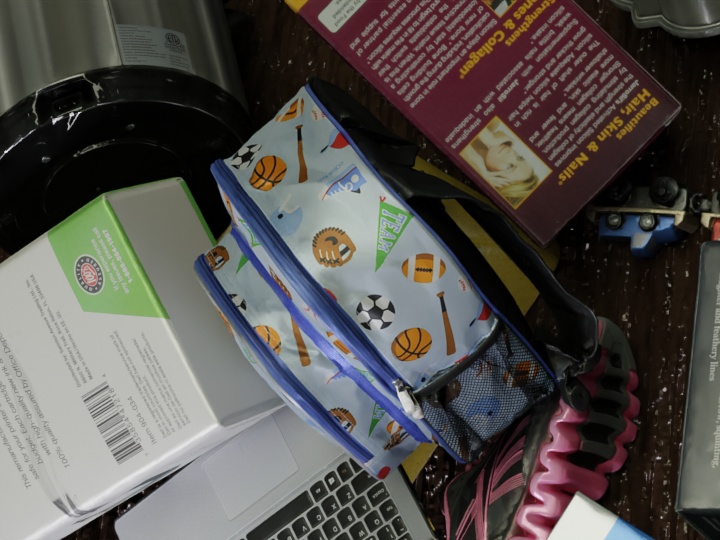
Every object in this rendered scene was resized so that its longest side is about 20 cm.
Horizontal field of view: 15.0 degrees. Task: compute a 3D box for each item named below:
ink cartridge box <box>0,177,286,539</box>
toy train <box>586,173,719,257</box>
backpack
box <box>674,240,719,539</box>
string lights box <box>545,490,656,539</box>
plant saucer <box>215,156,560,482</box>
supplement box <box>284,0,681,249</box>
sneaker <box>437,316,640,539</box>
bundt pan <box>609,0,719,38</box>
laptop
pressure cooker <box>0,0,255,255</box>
[{"bbox_3d":[-0.159,0.059,1.549,0.200,0.084,0.146,-31,83,32],"label":"ink cartridge box"},{"bbox_3d":[0.216,-0.024,1.509,0.200,0.034,0.046,5,85,25],"label":"toy train"},{"bbox_3d":[0.000,0.000,1.430,0.154,0.191,0.200,-40,49,-7],"label":"backpack"},{"bbox_3d":[0.276,0.069,1.405,0.200,0.107,0.149,1,72,25],"label":"box"},{"bbox_3d":[0.185,0.195,1.384,0.200,0.103,0.059,31,85,18],"label":"string lights box"},{"bbox_3d":[-0.017,0.016,1.586,0.200,0.048,0.200,32,86,29],"label":"plant saucer"},{"bbox_3d":[0.065,-0.120,1.504,0.200,0.086,0.110,44,93,-5],"label":"supplement box"},{"bbox_3d":[0.086,0.115,1.498,0.095,0.079,0.200,12,75,38],"label":"sneaker"},{"bbox_3d":[0.212,-0.224,1.511,0.201,0.076,0.202,-20,40,18],"label":"bundt pan"},{"bbox_3d":[-0.063,0.173,1.484,0.187,0.116,0.200,-38,67,24],"label":"laptop"},{"bbox_3d":[-0.156,-0.119,1.617,0.178,0.176,0.200,-27,53,15],"label":"pressure cooker"}]
